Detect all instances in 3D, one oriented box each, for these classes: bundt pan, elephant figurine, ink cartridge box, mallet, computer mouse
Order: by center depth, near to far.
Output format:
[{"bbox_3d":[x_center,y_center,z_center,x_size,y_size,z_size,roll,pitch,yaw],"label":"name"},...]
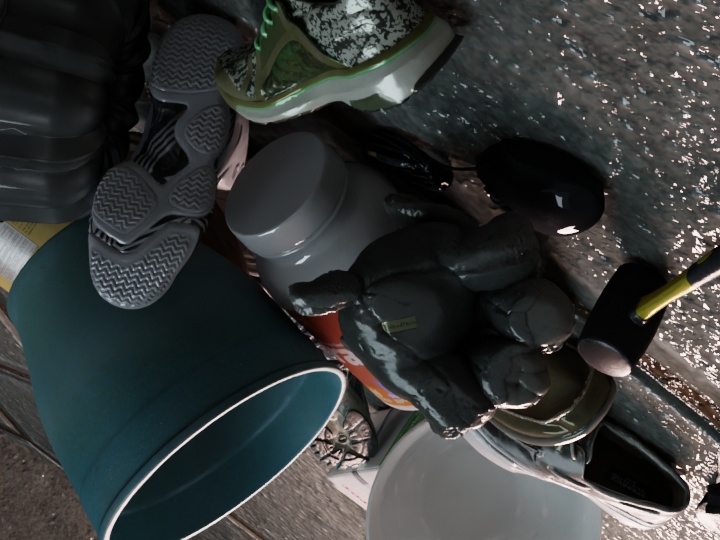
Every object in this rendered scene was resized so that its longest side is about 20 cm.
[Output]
[{"bbox_3d":[0.191,-0.002,0.885,0.041,0.066,0.200,35,146,-5],"label":"mallet"},{"bbox_3d":[0.068,-0.055,0.960,0.199,0.034,0.059,14,153,48],"label":"computer mouse"},{"bbox_3d":[0.052,0.021,0.968,0.156,0.141,0.200,56,-177,-10],"label":"elephant figurine"},{"bbox_3d":[-0.187,-0.122,1.016,0.075,0.204,0.202,12,159,1],"label":"bundt pan"},{"bbox_3d":[0.072,0.199,1.461,0.146,0.084,0.200,39,160,-11],"label":"ink cartridge box"}]

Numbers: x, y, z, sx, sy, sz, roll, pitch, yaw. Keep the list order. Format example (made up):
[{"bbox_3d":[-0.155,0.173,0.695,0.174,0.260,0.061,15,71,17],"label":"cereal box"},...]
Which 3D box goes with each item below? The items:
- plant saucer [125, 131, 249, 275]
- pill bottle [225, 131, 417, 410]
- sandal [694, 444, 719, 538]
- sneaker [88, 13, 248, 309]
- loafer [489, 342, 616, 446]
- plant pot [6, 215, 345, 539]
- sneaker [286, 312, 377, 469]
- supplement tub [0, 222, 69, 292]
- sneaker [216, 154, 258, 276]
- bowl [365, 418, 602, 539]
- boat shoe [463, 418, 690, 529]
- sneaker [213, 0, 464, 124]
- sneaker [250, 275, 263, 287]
[{"bbox_3d":[-0.154,-0.011,1.212,0.199,0.029,0.202,35,140,35],"label":"plant saucer"},{"bbox_3d":[0.000,0.000,1.062,0.112,0.113,0.200,12,154,48],"label":"pill bottle"},{"bbox_3d":[0.277,0.174,1.114,0.075,0.048,0.201,29,160,17],"label":"sandal"},{"bbox_3d":[-0.120,-0.059,1.034,0.074,0.202,0.115,15,164,5],"label":"sneaker"},{"bbox_3d":[0.096,0.068,1.134,0.199,0.076,0.070,16,158,44],"label":"loafer"},{"bbox_3d":[-0.143,0.062,1.075,0.188,0.199,0.201,51,166,19],"label":"plant pot"},{"bbox_3d":[-0.041,0.083,1.397,0.087,0.077,0.202,-100,-4,-55],"label":"sneaker"},{"bbox_3d":[-0.305,-0.061,1.402,0.199,0.146,0.145,37,161,-4],"label":"supplement tub"},{"bbox_3d":[-0.093,-0.056,1.170,0.199,0.078,0.100,1,127,48],"label":"sneaker"},{"bbox_3d":[0.098,0.199,1.309,0.201,0.202,0.090,39,-177,-11],"label":"bowl"},{"bbox_3d":[0.166,0.130,1.189,0.198,0.073,0.071,26,155,-7],"label":"boat shoe"},{"bbox_3d":[-0.027,-0.142,0.887,0.199,0.077,0.089,0,127,51],"label":"sneaker"},{"bbox_3d":[-0.087,0.007,1.253,0.199,0.105,0.060,11,150,50],"label":"sneaker"}]
